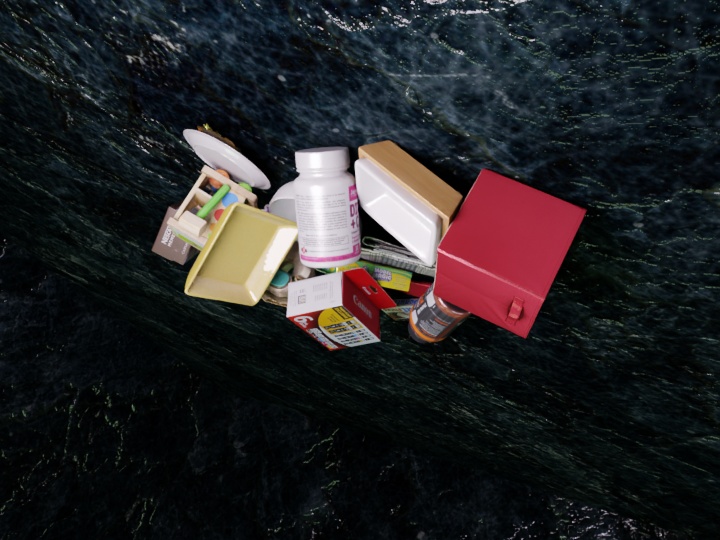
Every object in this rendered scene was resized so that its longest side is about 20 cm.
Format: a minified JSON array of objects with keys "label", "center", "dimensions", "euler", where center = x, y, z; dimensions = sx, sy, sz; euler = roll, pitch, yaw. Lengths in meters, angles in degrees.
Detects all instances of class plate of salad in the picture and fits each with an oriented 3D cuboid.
[{"label":"plate of salad","center":[-0.262,-0.228,1.287],"dimensions":[0.199,0.048,0.200],"euler":[27,168,6]}]

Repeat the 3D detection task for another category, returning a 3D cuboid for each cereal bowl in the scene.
[{"label":"cereal bowl","center":[-0.082,-0.118,1.309],"dimensions":[0.199,0.084,0.200],"euler":[20,156,9]}]

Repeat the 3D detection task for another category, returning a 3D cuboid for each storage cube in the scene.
[{"label":"storage cube","center":[0.239,-0.027,1.056],"dimensions":[0.179,0.201,0.171],"euler":[25,158,15]}]

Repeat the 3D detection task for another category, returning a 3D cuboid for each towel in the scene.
[{"label":"towel","center":[0.085,-0.021,1.324],"dimensions":[0.191,0.035,0.200],"euler":[17,174,-1]}]

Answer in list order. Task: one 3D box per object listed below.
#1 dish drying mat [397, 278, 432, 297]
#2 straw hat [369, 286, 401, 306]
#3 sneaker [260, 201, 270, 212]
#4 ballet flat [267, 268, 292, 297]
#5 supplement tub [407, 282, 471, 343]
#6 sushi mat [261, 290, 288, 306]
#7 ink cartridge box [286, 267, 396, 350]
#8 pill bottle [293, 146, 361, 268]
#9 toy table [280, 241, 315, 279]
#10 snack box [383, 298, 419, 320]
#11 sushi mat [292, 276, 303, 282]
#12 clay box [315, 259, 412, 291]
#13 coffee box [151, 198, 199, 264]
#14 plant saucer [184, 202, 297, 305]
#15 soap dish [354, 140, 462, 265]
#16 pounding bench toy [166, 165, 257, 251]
[{"label":"dish drying mat","center":[0.138,0.043,1.519],"dimensions":[0.199,0.018,0.077],"euler":[14,154,21]},{"label":"straw hat","center":[0.000,0.050,1.559],"dimensions":[0.199,0.086,0.201],"euler":[-2,174,0]},{"label":"sneaker","center":[-0.201,-0.062,1.393],"dimensions":[0.088,0.201,0.081],"euler":[29,169,13]},{"label":"ballet flat","center":[-0.236,0.003,1.444],"dimensions":[0.199,0.068,0.067],"euler":[33,157,21]},{"label":"supplement tub","center":[0.175,0.093,1.434],"dimensions":[0.106,0.107,0.200],"euler":[27,145,-5]},{"label":"sushi mat","center":[-0.231,0.036,1.495],"dimensions":[0.095,0.012,0.200],"euler":[18,-170,-45]},{"label":"ink cartridge box","center":[-0.034,0.087,1.379],"dimensions":[0.175,0.084,0.200],"euler":[-13,148,22]},{"label":"pill bottle","center":[-0.060,-0.114,1.144],"dimensions":[0.113,0.113,0.201],"euler":[7,110,35]},{"label":"toy table","center":[-0.154,-0.027,1.531],"dimensions":[0.183,0.118,0.200],"euler":[31,157,-15]},{"label":"snack box","center":[0.136,0.099,1.630],"dimensions":[0.072,0.024,0.199],"euler":[40,152,-31]},{"label":"sushi mat","center":[-0.134,0.064,1.519],"dimensions":[0.095,0.012,0.200],"euler":[27,158,-10]},{"label":"clay box","center":[0.000,0.000,1.409],"dimensions":[0.199,0.048,0.115],"euler":[13,-178,-19]},{"label":"coffee box","center":[-0.392,-0.101,1.484],"dimensions":[0.079,0.115,0.200],"euler":[26,-165,-3]},{"label":"plant saucer","center":[-0.233,-0.036,1.247],"dimensions":[0.048,0.201,0.200],"euler":[39,-168,32]},{"label":"soap dish","center":[0.083,-0.116,1.086],"dimensions":[0.200,0.081,0.158],"euler":[41,162,21]},{"label":"pounding bench toy","center":[-0.289,-0.124,1.286],"dimensions":[0.124,0.157,0.200],"euler":[31,168,-4]}]
